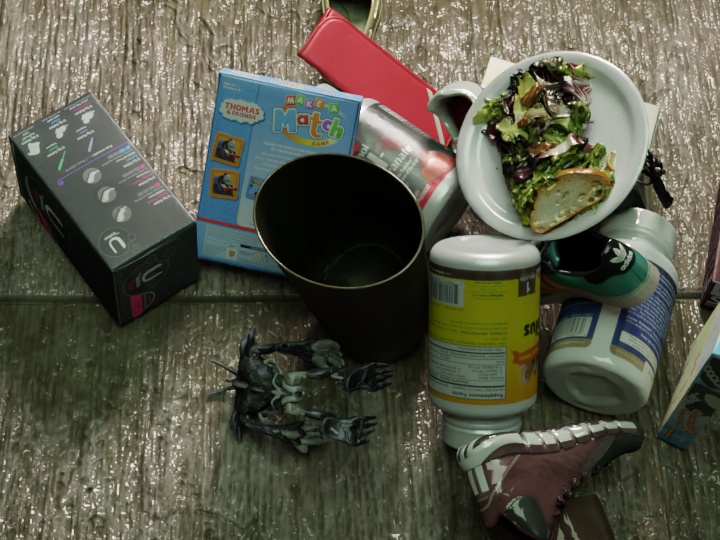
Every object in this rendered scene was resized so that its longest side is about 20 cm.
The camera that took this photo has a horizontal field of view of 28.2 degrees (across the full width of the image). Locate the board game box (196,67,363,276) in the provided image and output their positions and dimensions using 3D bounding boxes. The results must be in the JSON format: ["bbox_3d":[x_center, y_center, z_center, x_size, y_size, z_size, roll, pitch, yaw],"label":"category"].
[{"bbox_3d":[-0.089,-0.098,1.503,0.151,0.201,0.037,12,18,3],"label":"board game box"}]

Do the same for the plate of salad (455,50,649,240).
[{"bbox_3d":[0.183,-0.128,1.412,0.199,0.048,0.201,-9,70,24],"label":"plate of salad"}]

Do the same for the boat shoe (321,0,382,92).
[{"bbox_3d":[-0.012,-0.305,1.686,0.073,0.063,0.201,8,61,0],"label":"boat shoe"}]

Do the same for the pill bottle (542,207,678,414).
[{"bbox_3d":[0.265,0.038,1.485,0.110,0.111,0.201,19,61,6],"label":"pill bottle"}]

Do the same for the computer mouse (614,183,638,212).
[{"bbox_3d":[0.212,-0.090,1.544,0.200,0.059,0.034,11,71,47],"label":"computer mouse"}]

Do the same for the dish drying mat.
[{"bbox_3d":[0.026,-0.209,1.613,0.200,0.018,0.077,37,64,-13],"label":"dish drying mat"}]

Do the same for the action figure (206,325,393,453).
[{"bbox_3d":[-0.060,0.123,1.420,0.199,0.102,0.119,8,85,44],"label":"action figure"}]

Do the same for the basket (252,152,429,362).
[{"bbox_3d":[0.000,0.000,1.423,0.180,0.200,0.136,28,71,27],"label":"basket"}]

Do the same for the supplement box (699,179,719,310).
[{"bbox_3d":[0.443,-0.043,1.574,0.108,0.061,0.201,15,60,5],"label":"supplement box"}]

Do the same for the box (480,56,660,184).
[{"bbox_3d":[0.223,-0.156,1.603,0.199,0.095,0.078,18,58,4],"label":"box"}]

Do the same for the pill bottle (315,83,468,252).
[{"bbox_3d":[0.020,-0.117,1.555,0.200,0.111,0.111,35,64,15],"label":"pill bottle"}]

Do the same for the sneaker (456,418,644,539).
[{"bbox_3d":[0.190,0.209,1.367,0.199,0.076,0.116,-5,72,-22],"label":"sneaker"}]

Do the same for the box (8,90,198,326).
[{"bbox_3d":[-0.266,-0.065,1.497,0.106,0.122,0.200,-32,67,-21],"label":"box"}]

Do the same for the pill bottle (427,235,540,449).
[{"bbox_3d":[0.121,0.072,1.409,0.109,0.109,0.201,-1,103,-5],"label":"pill bottle"}]

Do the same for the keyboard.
[{"bbox_3d":[0.272,-0.104,1.505,0.127,0.200,0.021,23,78,29],"label":"keyboard"}]

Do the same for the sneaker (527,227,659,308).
[{"bbox_3d":[0.201,-0.012,1.433,0.200,0.080,0.072,2,57,50],"label":"sneaker"}]

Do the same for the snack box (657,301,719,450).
[{"bbox_3d":[0.350,0.086,1.413,0.037,0.200,0.116,24,62,8],"label":"snack box"}]

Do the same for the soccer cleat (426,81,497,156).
[{"bbox_3d":[0.145,-0.118,1.500,0.200,0.070,0.086,48,32,18],"label":"soccer cleat"}]

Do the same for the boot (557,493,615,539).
[{"bbox_3d":[0.261,0.287,1.377,0.186,0.064,0.201,-17,59,-16],"label":"boot"}]
